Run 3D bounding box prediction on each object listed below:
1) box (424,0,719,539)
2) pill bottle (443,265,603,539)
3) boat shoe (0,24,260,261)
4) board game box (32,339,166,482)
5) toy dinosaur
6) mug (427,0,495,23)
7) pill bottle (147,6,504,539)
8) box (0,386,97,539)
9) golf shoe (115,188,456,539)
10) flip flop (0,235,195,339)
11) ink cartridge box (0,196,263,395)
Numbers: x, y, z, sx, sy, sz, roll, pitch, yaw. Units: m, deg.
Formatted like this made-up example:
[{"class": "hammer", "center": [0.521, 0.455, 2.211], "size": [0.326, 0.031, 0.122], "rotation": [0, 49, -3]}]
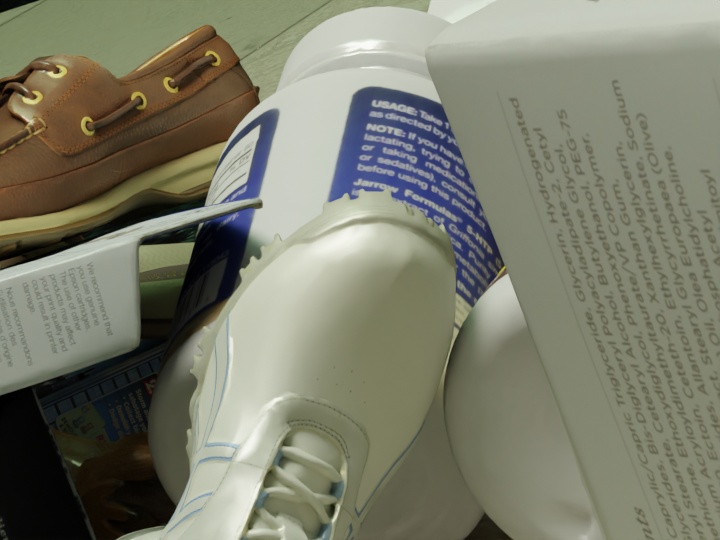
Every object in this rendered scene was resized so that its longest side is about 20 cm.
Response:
[{"class": "box", "center": [0.164, -0.014, 0.799], "size": [0.199, 0.201, 0.171], "rotation": [-29, 17, -30]}, {"class": "pill bottle", "center": [0.104, 0.014, 0.977], "size": [0.109, 0.110, 0.200], "rotation": [-15, 14, 24]}, {"class": "boat shoe", "center": [-0.116, -0.044, 1.093], "size": [0.200, 0.068, 0.072], "rotation": [-19, 3, -43]}, {"class": "board game box", "center": [-0.090, 0.046, 1.262], "size": [0.199, 0.062, 0.200], "rotation": [-21, 13, -1]}, {"class": "toy dinosaur", "center": [-0.089, 0.079, 1.121], "size": [0.199, 0.061, 0.106], "rotation": [13, 26, 24]}, {"class": "mug", "center": [0.128, -0.050, 1.169], "size": [0.174, 0.148, 0.201], "rotation": [-9, 41, 22]}, {"class": "pill bottle", "center": [0.000, 0.000, 1.046], "size": [0.119, 0.120, 0.200], "rotation": [-16, 35, 23]}, {"class": "box", "center": [-0.181, 0.132, 0.959], "size": [0.147, 0.105, 0.200], "rotation": [-16, 13, 20]}, {"class": "golf shoe", "center": [-0.023, 0.076, 0.883], "size": [0.201, 0.078, 0.097], "rotation": [-61, 22, 11]}, {"class": "flip flop", "center": [-0.121, -0.001, 1.158], "size": [0.199, 0.058, 0.081], "rotation": [-7, 24, -18]}, {"class": "ink cartridge box", "center": [-0.146, 0.026, 1.010], "size": [0.199, 0.044, 0.196], "rotation": [-16, 3, -18]}]
